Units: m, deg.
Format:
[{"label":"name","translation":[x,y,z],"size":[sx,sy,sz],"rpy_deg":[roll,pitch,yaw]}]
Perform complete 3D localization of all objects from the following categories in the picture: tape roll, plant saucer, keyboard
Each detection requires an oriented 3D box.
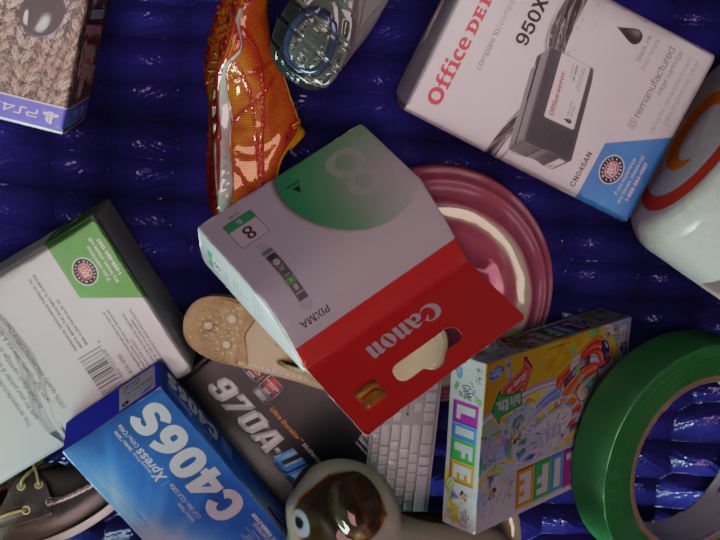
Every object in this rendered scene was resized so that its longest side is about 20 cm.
[{"label":"tape roll","translation":[0.268,0.151,1.027],"size":[0.199,0.048,0.202],"rpy_deg":[-7,106,-25]},{"label":"plant saucer","translation":[0.062,0.016,1.020],"size":[0.198,0.051,0.203],"rpy_deg":[-1,103,-2]},{"label":"keyboard","translation":[0.032,0.157,1.024],"size":[0.056,0.011,0.202],"rpy_deg":[4,107,-6]}]

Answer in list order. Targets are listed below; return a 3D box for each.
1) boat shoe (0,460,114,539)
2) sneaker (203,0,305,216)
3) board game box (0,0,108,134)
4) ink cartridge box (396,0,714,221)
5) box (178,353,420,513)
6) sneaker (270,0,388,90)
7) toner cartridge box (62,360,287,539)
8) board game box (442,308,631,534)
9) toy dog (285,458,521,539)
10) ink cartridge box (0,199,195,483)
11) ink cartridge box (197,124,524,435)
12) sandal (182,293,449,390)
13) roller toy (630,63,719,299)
[{"label":"boat shoe","translation":[-0.280,0.195,1.036],"size":[0.200,0.072,0.061],"rpy_deg":[-24,108,7]},{"label":"sneaker","translation":[-0.082,-0.135,0.976],"size":[0.076,0.073,0.202],"rpy_deg":[-4,111,-18]},{"label":"board game box","translation":[-0.270,-0.222,0.922],"size":[0.158,0.097,0.202],"rpy_deg":[12,102,-6]},{"label":"ink cartridge box","translation":[0.146,-0.149,0.966],"size":[0.199,0.084,0.145],"rpy_deg":[25,101,-8]},{"label":"box","translation":[-0.072,0.145,1.046],"size":[0.159,0.046,0.200],"rpy_deg":[-39,103,6]},{"label":"sneaker","translation":[0.001,-0.230,0.921],"size":[0.074,0.087,0.200],"rpy_deg":[37,119,2]},{"label":"toner cartridge box","translation":[-0.137,0.176,0.987],"size":[0.095,0.043,0.201],"rpy_deg":[-33,114,8]},{"label":"board game box","translation":[0.144,0.114,0.990],"size":[0.199,0.034,0.136],"rpy_deg":[-13,110,-45]},{"label":"toy dog","translation":[0.028,0.227,0.972],"size":[0.199,0.139,0.195],"rpy_deg":[35,85,-18]},{"label":"ink cartridge box","translation":[-0.252,0.059,0.998],"size":[0.199,0.083,0.147],"rpy_deg":[-29,104,4]},{"label":"ink cartridge box","translation":[0.000,0.000,0.920],"size":[0.160,0.050,0.200],"rpy_deg":[-34,59,-21]},{"label":"sandal","translation":[-0.037,0.059,0.958],"size":[0.210,0.070,0.078],"rpy_deg":[7,96,4]},{"label":"roller toy","translation":[0.309,-0.066,0.946],"size":[0.139,0.200,0.183],"rpy_deg":[32,113,-10]}]
